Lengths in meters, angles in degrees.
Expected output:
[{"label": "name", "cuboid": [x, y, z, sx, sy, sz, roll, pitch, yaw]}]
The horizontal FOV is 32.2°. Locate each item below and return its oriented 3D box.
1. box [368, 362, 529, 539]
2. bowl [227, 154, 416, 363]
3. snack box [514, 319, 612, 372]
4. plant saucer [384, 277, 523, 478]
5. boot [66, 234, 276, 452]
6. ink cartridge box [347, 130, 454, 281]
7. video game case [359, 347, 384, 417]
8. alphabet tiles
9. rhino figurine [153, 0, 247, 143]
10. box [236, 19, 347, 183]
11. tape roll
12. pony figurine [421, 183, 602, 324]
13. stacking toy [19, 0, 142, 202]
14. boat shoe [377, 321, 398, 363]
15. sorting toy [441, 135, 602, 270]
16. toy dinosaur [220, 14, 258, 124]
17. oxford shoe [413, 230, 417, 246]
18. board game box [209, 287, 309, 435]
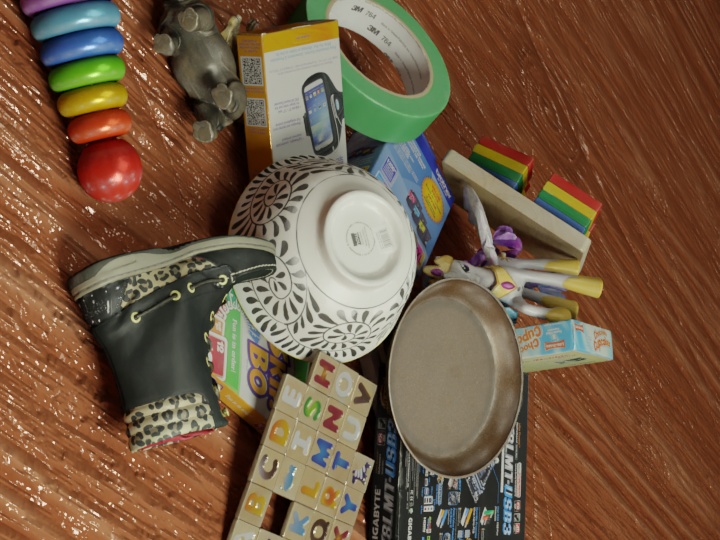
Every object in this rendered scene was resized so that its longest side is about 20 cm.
[{"label": "box", "cuboid": [0.099, 0.204, 1.331, 0.196, 0.049, 0.204, 7, 84, -42]}, {"label": "bowl", "cuboid": [-0.016, -0.020, 1.159, 0.198, 0.094, 0.204, 7, 77, -28]}, {"label": "snack box", "cuboid": [0.173, 0.093, 1.415, 0.116, 0.197, 0.038, 15, 68, -56]}, {"label": "plant saucer", "cuboid": [0.092, 0.109, 1.279, 0.198, 0.032, 0.204, 3, 85, -41]}, {"label": "boot", "cuboid": [-0.135, 0.057, 1.035, 0.202, 0.073, 0.156, -10, 77, -45]}, {"label": "ink cartridge box", "cuboid": [0.036, -0.091, 1.434, 0.138, 0.075, 0.201, 59, 31, -25]}, {"label": "video game case", "cuboid": [0.070, 0.145, 1.434, 0.199, 0.018, 0.146, -19, 93, -60]}, {"label": "alphabet tiles", "cuboid": [-0.043, 0.186, 1.161, 0.167, 0.007, 0.203, 35, 69, -48]}, {"label": "rhino figurine", "cuboid": [-0.161, -0.223, 1.169, 0.088, 0.059, 0.203, -60, 130, -76]}, {"label": "box", "cuboid": [-0.065, -0.144, 1.256, 0.118, 0.041, 0.204, -22, 116, -49]}, {"label": "tape roll", "cuboid": [0.010, -0.238, 1.406, 0.198, 0.048, 0.203, 24, 43, -25]}, {"label": "pony figurine", "cuboid": [0.157, 0.002, 1.427, 0.193, 0.197, 0.169, -108, -150, -77]}, {"label": "stacking toy", "cuboid": [-0.222, -0.156, 1.027, 0.085, 0.084, 0.203, -25, 104, -60]}, {"label": "boat shoe", "cuboid": [0.080, 0.147, 1.375, 0.202, 0.056, 0.067, 65, 31, -15]}, {"label": "sorting toy", "cuboid": [0.203, -0.085, 1.537, 0.070, 0.197, 0.200, -55, 169, -4]}, {"label": "toy dinosaur", "cuboid": [-0.100, -0.180, 1.281, 0.101, 0.058, 0.202, -49, 132, -37]}, {"label": "oxford shoe", "cuboid": [0.000, 0.000, 1.269, 0.199, 0.072, 0.072, -30, 103, -39]}, {"label": "board game box", "cuboid": [-0.107, 0.082, 1.155, 0.200, 0.030, 0.097, 49, 38, -41]}]
